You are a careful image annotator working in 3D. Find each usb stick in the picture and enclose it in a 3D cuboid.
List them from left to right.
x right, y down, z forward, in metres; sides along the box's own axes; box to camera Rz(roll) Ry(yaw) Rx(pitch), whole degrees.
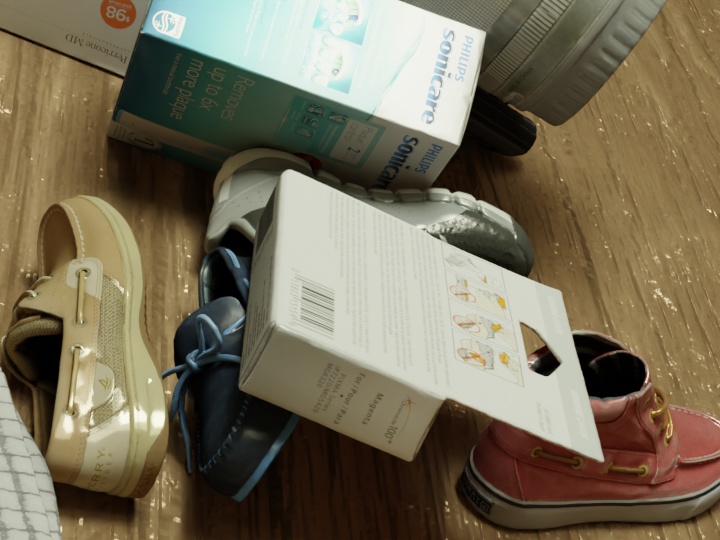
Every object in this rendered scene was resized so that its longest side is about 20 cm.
[{"bbox_3d":[0.057,-0.119,1.297,0.055,0.033,0.200,13,-6,35],"label":"usb stick"}]

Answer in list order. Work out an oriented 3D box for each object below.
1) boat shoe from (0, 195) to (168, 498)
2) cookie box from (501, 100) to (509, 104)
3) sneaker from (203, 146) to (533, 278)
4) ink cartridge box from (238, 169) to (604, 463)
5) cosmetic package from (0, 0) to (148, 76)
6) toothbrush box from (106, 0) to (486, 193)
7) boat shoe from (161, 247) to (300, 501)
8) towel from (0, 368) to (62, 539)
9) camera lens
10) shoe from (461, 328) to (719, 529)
[{"bbox_3d":[-0.146,0.029,0.964,0.064,0.072,0.201,8,35,-25],"label":"boat shoe"},{"bbox_3d":[0.036,-0.184,1.352,0.199,0.076,0.171,20,0,-8],"label":"cookie box"},{"bbox_3d":[0.000,0.000,1.122,0.198,0.075,0.116,13,35,2],"label":"sneaker"},{"bbox_3d":[0.028,0.033,0.975,0.173,0.044,0.200,25,21,-11],"label":"ink cartridge box"},{"bbox_3d":[-0.212,-0.232,1.246,0.199,0.152,0.052,21,32,-4],"label":"cosmetic package"},{"bbox_3d":[-0.042,-0.113,1.166,0.199,0.146,0.086,18,66,-9],"label":"toothbrush box"},{"bbox_3d":[-0.071,0.051,0.982,0.068,0.084,0.200,37,13,-15],"label":"boat shoe"},{"bbox_3d":[-0.208,0.115,0.779,0.164,0.086,0.200,6,33,-30],"label":"towel"},{"bbox_3d":[0.086,-0.207,1.193,0.199,0.160,0.160,36,30,-6],"label":"camera lens"},{"bbox_3d":[0.151,0.086,1.059,0.199,0.091,0.072,-2,39,-37],"label":"shoe"}]
